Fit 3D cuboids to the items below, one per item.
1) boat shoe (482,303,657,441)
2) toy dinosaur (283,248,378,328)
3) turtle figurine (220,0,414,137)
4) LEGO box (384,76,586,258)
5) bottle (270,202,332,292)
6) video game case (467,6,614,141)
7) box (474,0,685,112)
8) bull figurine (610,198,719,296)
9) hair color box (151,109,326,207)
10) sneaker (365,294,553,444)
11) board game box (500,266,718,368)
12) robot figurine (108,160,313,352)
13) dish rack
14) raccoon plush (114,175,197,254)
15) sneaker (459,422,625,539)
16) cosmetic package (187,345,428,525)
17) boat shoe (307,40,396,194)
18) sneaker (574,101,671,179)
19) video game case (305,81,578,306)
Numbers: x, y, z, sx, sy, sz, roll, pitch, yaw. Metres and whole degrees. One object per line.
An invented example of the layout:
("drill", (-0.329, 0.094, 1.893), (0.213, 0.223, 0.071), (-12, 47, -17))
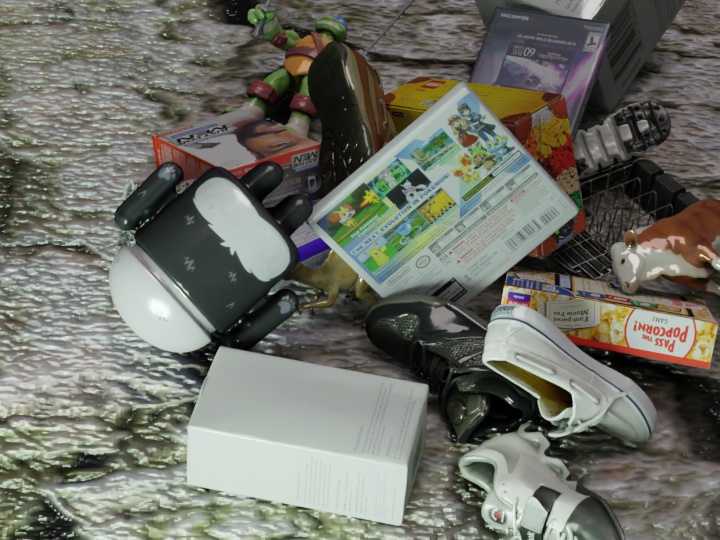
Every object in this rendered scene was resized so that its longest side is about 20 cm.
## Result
("boat shoe", (0.185, 0.118, 1.532), (0.075, 0.202, 0.086), (-15, 44, 49))
("toy dinosaur", (0.000, 0.000, 1.679), (0.200, 0.101, 0.058), (-19, 45, -25))
("turtle figurine", (-0.070, -0.242, 1.911), (0.144, 0.200, 0.194), (34, 65, -13))
("LEGO box", (0.120, -0.108, 1.736), (0.200, 0.149, 0.077), (14, 37, 44))
("bottle", (-0.110, -0.004, 1.690), (0.200, 0.084, 0.065), (-25, 83, -30))
("video game case", (0.177, -0.184, 1.831), (0.143, 0.019, 0.200), (14, 77, 33))
("box", (0.257, -0.335, 1.976), (0.171, 0.199, 0.200), (28, 77, 27))
("bull figurine", (0.330, -0.018, 1.668), (0.121, 0.065, 0.200), (34, 38, 20))
("hair color box", (-0.128, -0.111, 1.781), (0.111, 0.064, 0.200), (-18, 24, -25))
("sneaker", (0.081, 0.092, 1.597), (0.199, 0.076, 0.114), (26, 38, 16))
("board game box", (0.234, 0.041, 1.635), (0.200, 0.046, 0.152), (10, 9, 6))
("robot figurine", (-0.138, -0.015, 1.567), (0.200, 0.125, 0.150), (-42, 59, -5))
("dish rack", (0.272, -0.043, 1.794), (0.200, 0.055, 0.153), (-21, 44, -24))
("raccoon plush", (-0.217, -0.071, 1.719), (0.097, 0.134, 0.200), (-21, 45, -25))
("sneaker", (0.155, 0.214, 1.465), (0.088, 0.074, 0.200), (-16, 34, -22))
("cosmetic package", (-0.047, 0.146, 1.520), (0.200, 0.081, 0.113), (10, 40, 9))
("boat shoe", (0.003, -0.139, 1.700), (0.074, 0.076, 0.200), (15, 55, -38))
("sneaker", (0.245, -0.129, 1.886), (0.200, 0.091, 0.066), (-17, 80, 3))
("video game case", (0.079, -0.055, 1.627), (0.200, 0.182, 0.022), (-39, 28, 12))
